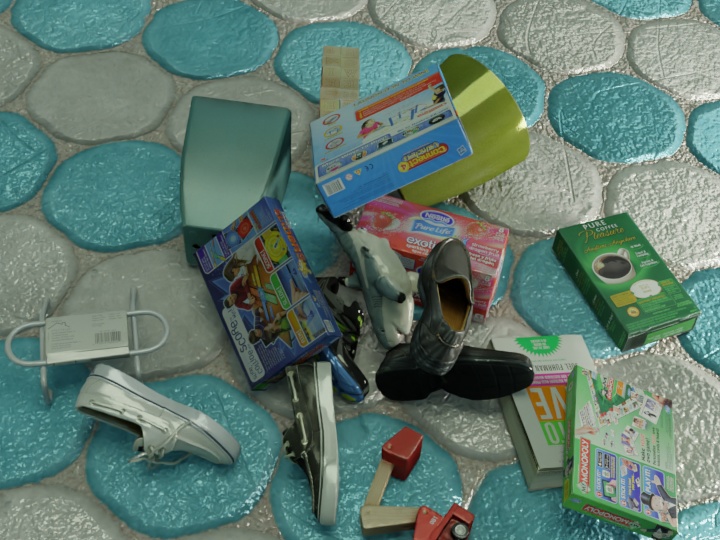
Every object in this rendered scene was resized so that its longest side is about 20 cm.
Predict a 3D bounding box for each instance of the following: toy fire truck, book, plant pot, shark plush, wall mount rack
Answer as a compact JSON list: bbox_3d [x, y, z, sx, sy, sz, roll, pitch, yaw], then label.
[{"bbox_3d":[0.050,0.288,1.288,0.140,0.049,0.200,28,53,19],"label":"toy fire truck"},{"bbox_3d":[0.246,0.171,1.419,0.132,0.048,0.201,-2,48,-16],"label":"book"},{"bbox_3d":[0.109,-0.177,1.638,0.199,0.188,0.187,-38,60,-15],"label":"plant pot"},{"bbox_3d":[-0.178,-0.110,1.561,0.139,0.142,0.202,7,55,1],"label":"plant pot"},{"bbox_3d":[0.000,0.000,1.440,0.200,0.083,0.091,48,28,4],"label":"shark plush"},{"bbox_3d":[-0.339,0.078,1.424,0.197,0.075,0.175,-5,53,-10],"label":"wall mount rack"}]

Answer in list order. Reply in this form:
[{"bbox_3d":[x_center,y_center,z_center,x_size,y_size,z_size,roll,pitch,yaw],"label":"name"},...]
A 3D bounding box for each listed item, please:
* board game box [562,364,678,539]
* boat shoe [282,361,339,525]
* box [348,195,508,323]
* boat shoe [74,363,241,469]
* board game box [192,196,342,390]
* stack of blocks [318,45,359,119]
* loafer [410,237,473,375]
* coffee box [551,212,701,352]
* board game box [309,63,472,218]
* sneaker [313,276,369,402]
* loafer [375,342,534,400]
[{"bbox_3d":[0.307,0.213,1.347,0.133,0.029,0.201,20,42,-4],"label":"board game box"},{"bbox_3d":[-0.059,0.202,1.331,0.063,0.071,0.202,-3,57,-4],"label":"boat shoe"},{"bbox_3d":[0.091,-0.018,1.529,0.198,0.100,0.096,15,49,9],"label":"box"},{"bbox_3d":[-0.241,0.191,1.317,0.200,0.075,0.087,29,59,-3],"label":"boat shoe"},{"bbox_3d":[-0.119,0.029,1.418,0.034,0.135,0.202,9,51,-58],"label":"board game box"},{"bbox_3d":[-0.033,-0.230,1.693,0.058,0.116,0.201,3,43,-3],"label":"stack of blocks"},{"bbox_3d":[0.111,0.030,1.369,0.072,0.072,0.201,22,46,-15],"label":"loafer"},{"bbox_3d":[0.363,0.012,1.567,0.122,0.044,0.201,-15,52,-19],"label":"coffee box"},{"bbox_3d":[0.035,-0.174,1.490,0.198,0.056,0.197,-24,29,9],"label":"board game box"},{"bbox_3d":[-0.028,0.078,1.451,0.082,0.071,0.201,-16,49,-11],"label":"sneaker"},{"bbox_3d":[0.118,0.114,1.410,0.197,0.073,0.073,0,41,16],"label":"loafer"}]
